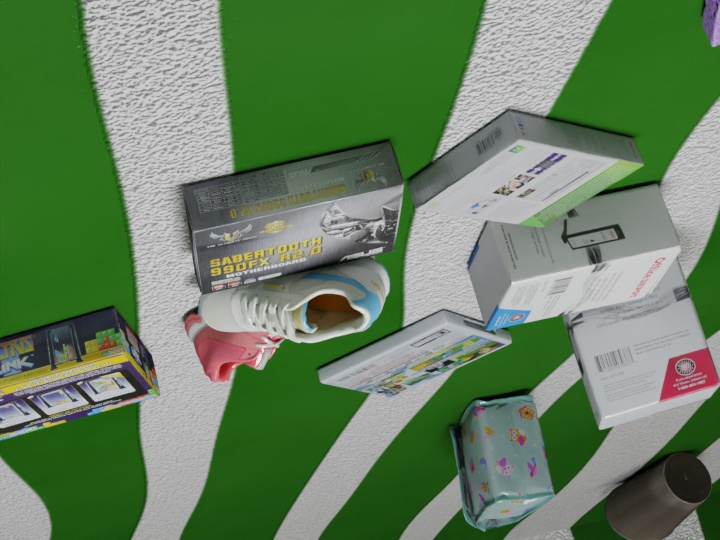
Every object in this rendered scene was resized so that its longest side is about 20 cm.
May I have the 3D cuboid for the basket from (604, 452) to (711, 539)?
[{"bbox_3d":[0.632,0.467,3.155,0.179,0.137,0.200,0,152,-23],"label":"basket"}]

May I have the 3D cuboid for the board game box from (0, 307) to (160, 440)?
[{"bbox_3d":[-0.334,0.115,1.640,0.199,0.057,0.165,-15,158,0],"label":"board game box"}]

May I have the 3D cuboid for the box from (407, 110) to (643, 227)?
[{"bbox_3d":[0.164,-0.095,1.494,0.199,0.037,0.144,7,150,-44],"label":"box"}]

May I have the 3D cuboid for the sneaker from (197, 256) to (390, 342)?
[{"bbox_3d":[-0.074,0.031,1.516,0.199,0.077,0.081,-7,-152,18],"label":"sneaker"}]

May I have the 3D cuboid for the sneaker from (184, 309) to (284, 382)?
[{"bbox_3d":[-0.100,0.058,1.617,0.200,0.087,0.074,-31,156,34],"label":"sneaker"}]

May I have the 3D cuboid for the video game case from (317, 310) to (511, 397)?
[{"bbox_3d":[0.072,0.111,1.977,0.199,0.022,0.182,-27,157,25],"label":"video game case"}]

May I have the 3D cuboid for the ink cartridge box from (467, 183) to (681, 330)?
[{"bbox_3d":[0.234,-0.013,1.682,0.199,0.085,0.146,-12,159,-12],"label":"ink cartridge box"}]

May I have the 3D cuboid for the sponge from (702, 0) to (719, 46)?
[{"bbox_3d":[0.339,-0.253,1.220,0.111,0.030,0.200,-17,160,2],"label":"sponge"}]

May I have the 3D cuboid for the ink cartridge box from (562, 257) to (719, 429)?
[{"bbox_3d":[0.321,0.068,1.795,0.144,0.201,0.083,-16,164,2],"label":"ink cartridge box"}]

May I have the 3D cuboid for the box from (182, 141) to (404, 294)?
[{"bbox_3d":[-0.063,-0.047,1.430,0.199,0.049,0.159,-13,160,-9],"label":"box"}]

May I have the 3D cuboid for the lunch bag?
[{"bbox_3d":[0.211,0.302,2.357,0.121,0.171,0.200,-4,159,-15],"label":"lunch bag"}]
